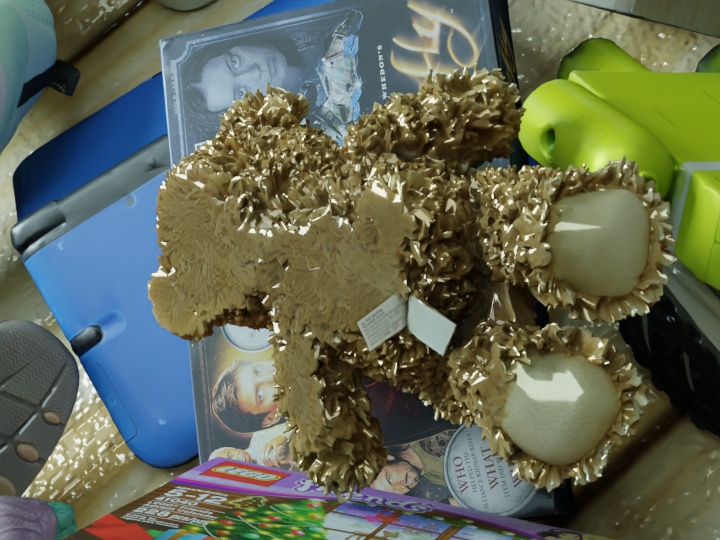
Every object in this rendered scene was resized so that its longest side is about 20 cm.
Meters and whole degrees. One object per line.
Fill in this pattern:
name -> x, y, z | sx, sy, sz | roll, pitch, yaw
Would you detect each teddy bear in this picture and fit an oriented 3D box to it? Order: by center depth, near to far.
teddy bear -> 0.019, 0.002, 0.645 | 0.199, 0.066, 0.147 | -6, 88, 41

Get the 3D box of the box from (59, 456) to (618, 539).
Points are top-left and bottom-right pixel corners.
box -> 0.016, 0.108, 0.617 | 0.198, 0.137, 0.040 | 10, 99, 17

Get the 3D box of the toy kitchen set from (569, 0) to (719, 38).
toy kitchen set -> 0.203, -0.178, 0.750 | 0.163, 0.179, 0.202 | -143, 65, -69

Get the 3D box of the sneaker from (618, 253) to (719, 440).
sneaker -> 0.156, 0.025, 0.676 | 0.079, 0.074, 0.200 | -41, 57, -15

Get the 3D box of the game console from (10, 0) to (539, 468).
game console -> -0.039, -0.034, 0.830 | 0.199, 0.118, 0.172 | -32, 82, 1

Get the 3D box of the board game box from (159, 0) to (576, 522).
board game box -> 0.000, 0.000, 0.728 | 0.134, 0.035, 0.202 | -10, 79, 17

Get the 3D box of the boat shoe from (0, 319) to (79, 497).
boat shoe -> -0.199, 0.089, 0.771 | 0.200, 0.075, 0.073 | -41, 20, -8

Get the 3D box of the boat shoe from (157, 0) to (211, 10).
boat shoe -> -0.045, -0.218, 0.933 | 0.073, 0.063, 0.202 | 23, 68, 36

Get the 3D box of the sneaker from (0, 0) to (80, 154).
sneaker -> -0.195, -0.037, 0.861 | 0.201, 0.074, 0.118 | -52, 5, 25

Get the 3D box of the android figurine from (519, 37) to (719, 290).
android figurine -> 0.149, -0.035, 0.674 | 0.180, 0.041, 0.200 | 0, 24, -20

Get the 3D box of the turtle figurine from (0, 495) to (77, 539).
turtle figurine -> -0.119, 0.179, 0.672 | 0.149, 0.101, 0.201 | -30, 45, 2
